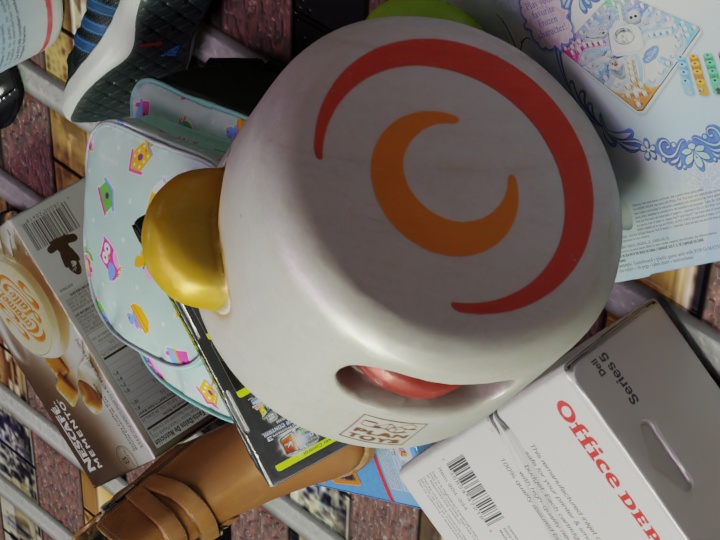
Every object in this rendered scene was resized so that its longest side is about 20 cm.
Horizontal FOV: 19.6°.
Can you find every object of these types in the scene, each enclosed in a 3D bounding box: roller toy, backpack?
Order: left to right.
[{"bbox_3d":[-0.072,-0.009,1.235,0.176,0.153,0.200,21,123,43],"label":"backpack"},{"bbox_3d":[0.016,-0.013,0.984,0.182,0.200,0.140,49,148,4],"label":"roller toy"}]

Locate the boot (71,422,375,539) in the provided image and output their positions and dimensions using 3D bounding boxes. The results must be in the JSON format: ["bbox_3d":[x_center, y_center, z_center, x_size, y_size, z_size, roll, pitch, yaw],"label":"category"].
[{"bbox_3d":[-0.091,0.135,1.331,0.200,0.155,0.077,-13,106,54],"label":"boot"}]

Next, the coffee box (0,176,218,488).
[{"bbox_3d":[-0.197,0.047,1.525,0.200,0.080,0.114,59,146,-3],"label":"coffee box"}]

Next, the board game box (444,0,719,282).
[{"bbox_3d":[0.130,-0.098,0.976,0.200,0.043,0.199,-13,107,55],"label":"board game box"}]

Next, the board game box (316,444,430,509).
[{"bbox_3d":[-0.027,0.075,1.374,0.200,0.037,0.151,5,120,49],"label":"board game box"}]

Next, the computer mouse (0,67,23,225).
[{"bbox_3d":[-0.299,-0.091,1.571,0.200,0.046,0.141,-25,95,56],"label":"computer mouse"}]

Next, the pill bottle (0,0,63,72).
[{"bbox_3d":[-0.305,-0.160,1.385,0.109,0.200,0.109,32,139,33],"label":"pill bottle"}]

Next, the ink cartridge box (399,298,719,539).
[{"bbox_3d":[0.131,0.124,1.174,0.146,0.084,0.200,55,146,3],"label":"ink cartridge box"}]

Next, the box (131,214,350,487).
[{"bbox_3d":[0.000,0.000,1.129,0.160,0.200,0.044,63,173,-18],"label":"box"}]

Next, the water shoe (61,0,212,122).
[{"bbox_3d":[-0.142,-0.167,1.313,0.200,0.071,0.079,-47,57,51],"label":"water shoe"}]
